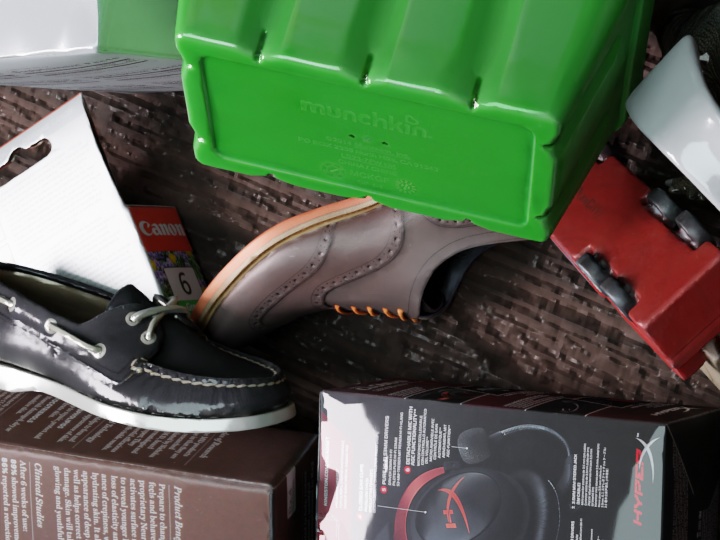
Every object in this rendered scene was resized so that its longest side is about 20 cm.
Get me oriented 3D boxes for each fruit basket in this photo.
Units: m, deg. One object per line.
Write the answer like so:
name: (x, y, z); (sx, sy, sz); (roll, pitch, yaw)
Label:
fruit basket: (0.029, -0.128, 0.837); (0.213, 0.156, 0.217); (-1, 59, 1)

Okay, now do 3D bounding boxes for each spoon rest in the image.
spoon rest: (0.194, -0.012, 0.788); (0.199, 0.061, 0.099); (36, 116, -12)

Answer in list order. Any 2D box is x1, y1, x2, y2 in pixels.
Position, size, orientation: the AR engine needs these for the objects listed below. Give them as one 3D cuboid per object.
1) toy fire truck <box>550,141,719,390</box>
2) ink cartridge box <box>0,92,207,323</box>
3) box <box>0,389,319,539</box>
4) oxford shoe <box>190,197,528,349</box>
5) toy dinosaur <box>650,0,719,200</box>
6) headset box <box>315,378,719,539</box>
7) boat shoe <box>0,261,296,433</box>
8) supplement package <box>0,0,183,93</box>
toy fire truck: (0.150, 0.029, 0.836); (0.049, 0.141, 0.200); (-41, 31, 3)
ink cartridge box: (-0.138, 0.020, 1.038); (0.108, 0.050, 0.202); (-29, 77, 26)
box: (-0.123, 0.124, 0.968); (0.198, 0.075, 0.101); (8, 111, 18)
oxford shoe: (0.000, 0.000, 0.945); (0.199, 0.071, 0.073); (-31, 81, 28)
toy dinosaur: (0.184, -0.079, 0.826); (0.199, 0.077, 0.103); (20, 116, 33)
headset box: (0.062, 0.131, 0.908); (0.198, 0.075, 0.150); (2, 93, 31)
boat shoe: (-0.117, 0.036, 0.960); (0.199, 0.074, 0.061); (11, 101, 36)
supplement package: (-0.124, -0.187, 0.934); (0.146, 0.199, 0.193); (-1, 91, 30)
